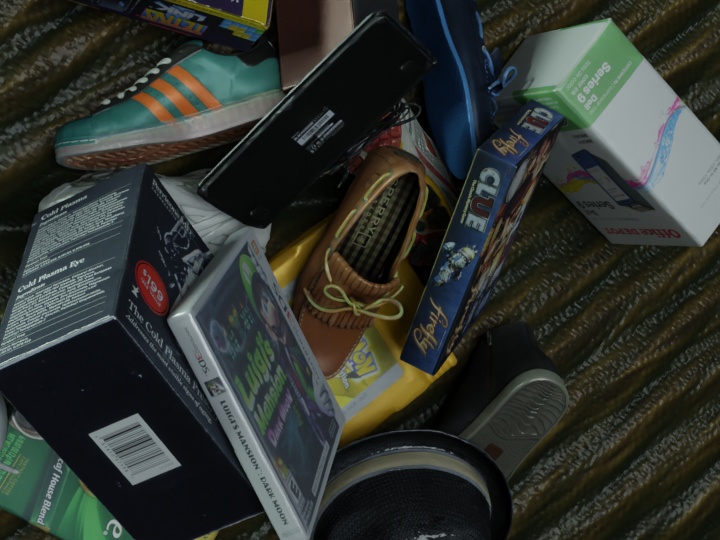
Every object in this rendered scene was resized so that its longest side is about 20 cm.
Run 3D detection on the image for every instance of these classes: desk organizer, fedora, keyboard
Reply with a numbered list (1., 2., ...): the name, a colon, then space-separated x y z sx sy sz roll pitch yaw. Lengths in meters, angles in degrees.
1. desk organizer: -0.022 -0.236 1.043 0.072 0.077 0.201 20 59 -53
2. fedora: 0.035 0.229 1.059 0.199 0.092 0.202 -3 116 -6
3. keyboard: -0.032 -0.113 0.984 0.200 0.040 0.104 -41 136 13

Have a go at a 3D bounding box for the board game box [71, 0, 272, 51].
1. board game box: -0.144 -0.288 0.986 0.165 0.057 0.201 14 71 -24

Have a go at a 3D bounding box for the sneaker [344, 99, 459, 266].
1. sneaker: 0.025 -0.099 1.092 0.078 0.082 0.201 -26 91 24

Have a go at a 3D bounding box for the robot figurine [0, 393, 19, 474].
1. robot figurine: -0.334 0.088 0.917 0.200 0.169 0.113 52 30 -11

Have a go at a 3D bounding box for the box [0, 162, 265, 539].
1. box: -0.152 0.062 0.914 0.104 0.183 0.200 -23 124 14

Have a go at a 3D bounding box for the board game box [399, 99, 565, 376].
1. board game box: 0.100 -0.028 1.044 0.034 0.135 0.201 27 122 12

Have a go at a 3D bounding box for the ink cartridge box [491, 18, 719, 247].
1. ink cartridge box: 0.222 -0.115 1.126 0.200 0.145 0.088 41 78 -19

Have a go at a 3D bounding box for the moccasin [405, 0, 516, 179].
1. moccasin: 0.094 -0.176 1.084 0.068 0.080 0.201 -3 76 -26

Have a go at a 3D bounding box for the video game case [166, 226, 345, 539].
1. video game case: -0.068 0.077 0.936 0.023 0.200 0.182 -22 104 14

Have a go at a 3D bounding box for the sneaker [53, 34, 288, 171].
1. sneaker: -0.152 -0.135 1.017 0.199 0.071 0.080 -16 83 -18

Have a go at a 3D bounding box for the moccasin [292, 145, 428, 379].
1. moccasin: 0.001 0.001 1.028 0.073 0.078 0.202 25 105 -19

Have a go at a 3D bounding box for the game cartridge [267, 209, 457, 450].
1. game cartridge: -0.029 0.061 1.094 0.200 0.032 0.177 -37 106 -15

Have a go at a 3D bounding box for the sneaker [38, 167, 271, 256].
1. sneaker: -0.154 -0.030 1.010 0.199 0.078 0.100 -3 103 -26

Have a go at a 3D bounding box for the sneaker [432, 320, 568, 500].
1. sneaker: 0.099 0.140 1.136 0.075 0.106 0.200 40 108 -23

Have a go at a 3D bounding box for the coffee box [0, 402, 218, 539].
1. coffee box: -0.199 0.164 1.021 0.200 0.044 0.123 35 79 -21
